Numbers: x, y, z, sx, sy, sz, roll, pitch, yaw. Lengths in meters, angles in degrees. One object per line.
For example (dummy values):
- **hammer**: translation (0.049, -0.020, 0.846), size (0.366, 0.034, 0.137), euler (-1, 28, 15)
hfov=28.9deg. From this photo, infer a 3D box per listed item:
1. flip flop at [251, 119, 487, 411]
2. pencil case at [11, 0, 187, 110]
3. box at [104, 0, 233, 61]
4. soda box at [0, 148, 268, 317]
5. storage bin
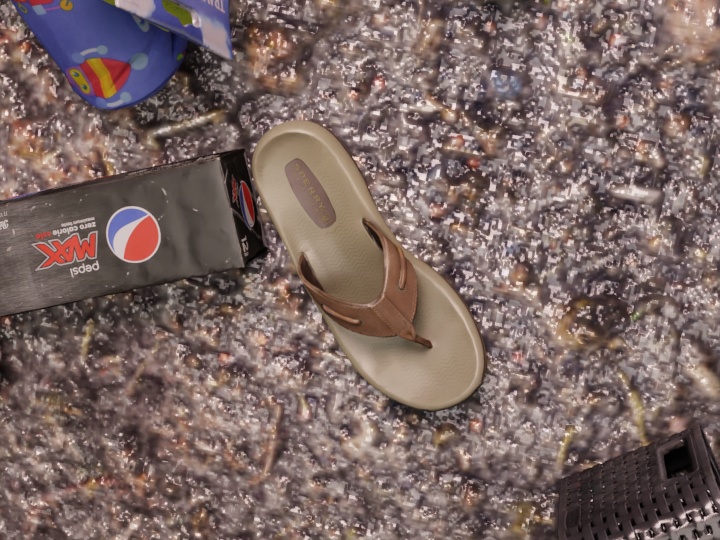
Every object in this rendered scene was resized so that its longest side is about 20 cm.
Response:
- **flip flop**: translation (0.000, 0.000, 0.833), size (0.081, 0.058, 0.201), euler (-32, 93, 13)
- **pencil case**: translation (-0.164, -0.185, 0.774), size (0.078, 0.087, 0.201), euler (4, 140, 31)
- **box**: translation (-0.117, -0.217, 0.734), size (0.047, 0.122, 0.202), euler (-6, 82, 23)
- **soda box**: translation (-0.162, -0.020, 0.855), size (0.198, 0.063, 0.071), euler (-11, 98, 12)
- **storage bin**: translation (0.193, 0.206, 0.794), size (0.093, 0.135, 0.201), euler (-24, 95, 13)
